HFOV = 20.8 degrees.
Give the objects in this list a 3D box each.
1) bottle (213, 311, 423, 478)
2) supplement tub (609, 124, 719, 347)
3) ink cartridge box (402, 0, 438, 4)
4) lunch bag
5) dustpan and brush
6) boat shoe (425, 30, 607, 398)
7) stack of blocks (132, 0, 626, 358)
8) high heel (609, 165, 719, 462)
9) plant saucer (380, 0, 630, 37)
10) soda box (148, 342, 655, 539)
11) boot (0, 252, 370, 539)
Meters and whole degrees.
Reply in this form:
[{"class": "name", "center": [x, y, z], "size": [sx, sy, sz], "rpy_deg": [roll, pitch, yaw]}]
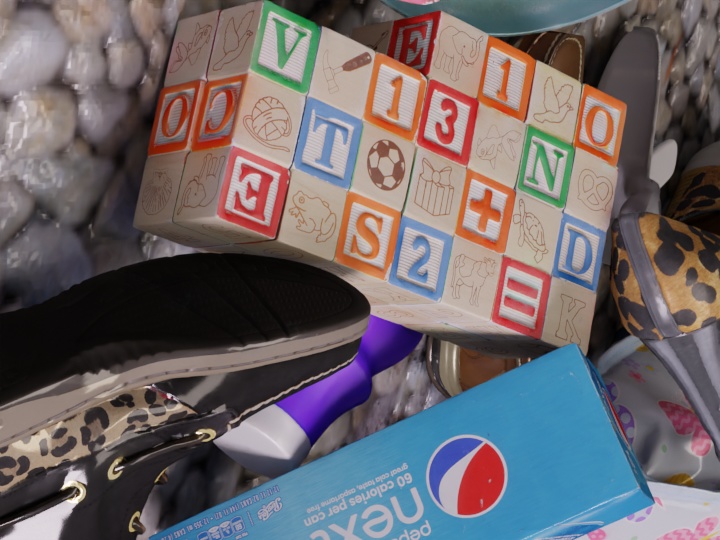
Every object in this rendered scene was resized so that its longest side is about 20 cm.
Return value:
[{"class": "bottle", "center": [0.000, 0.000, 0.872], "size": [0.200, 0.065, 0.084], "rpy_deg": [-58, 137, -26]}, {"class": "supplement tub", "center": [0.251, 0.007, 1.224], "size": [0.201, 0.144, 0.144], "rpy_deg": [-65, 149, -15]}, {"class": "ink cartridge box", "center": [-0.045, -0.190, 0.622], "size": [0.083, 0.146, 0.200], "rpy_deg": [-59, 148, -26]}, {"class": "lunch bag", "center": [0.125, 0.124, 0.983], "size": [0.170, 0.127, 0.200], "rpy_deg": [-53, 163, 29]}, {"class": "dustpan and brush", "center": [0.147, -0.049, 1.059], "size": [0.200, 0.057, 0.140], "rpy_deg": [-39, 135, -66]}, {"class": "boat shoe", "center": [0.093, -0.022, 1.010], "size": [0.076, 0.074, 0.201], "rpy_deg": [-8, 111, -56]}, {"class": "stack of blocks", "center": [0.014, -0.045, 0.802], "size": [0.199, 0.058, 0.116], "rpy_deg": [20, 75, -37]}, {"class": "high heel", "center": [0.156, -0.023, 0.926], "size": [0.143, 0.071, 0.200], "rpy_deg": [57, 25, -33]}, {"class": "plant saucer", "center": [0.080, -0.176, 0.770], "size": [0.199, 0.027, 0.201], "rpy_deg": [-14, 141, -12]}, {"class": "soda box", "center": [0.018, 0.105, 0.823], "size": [0.068, 0.199, 0.064], "rpy_deg": [67, 9, 17]}, {"class": "boot", "center": [-0.088, 0.083, 0.723], "size": [0.199, 0.073, 0.151], "rpy_deg": [-18, 124, -32]}]
